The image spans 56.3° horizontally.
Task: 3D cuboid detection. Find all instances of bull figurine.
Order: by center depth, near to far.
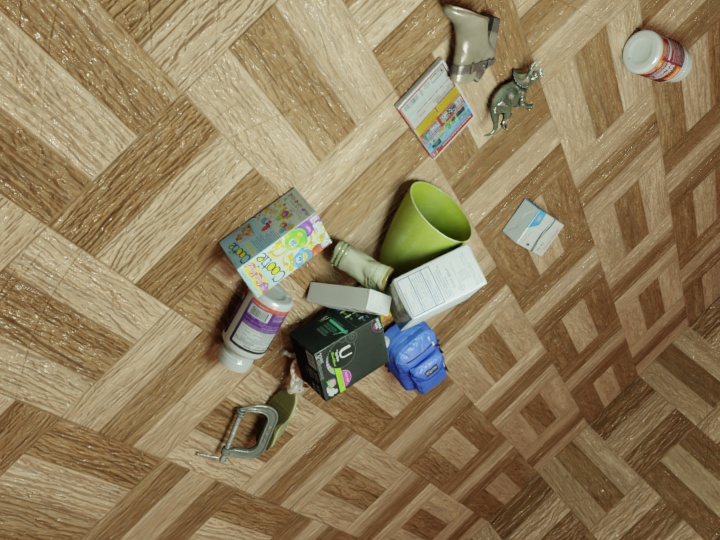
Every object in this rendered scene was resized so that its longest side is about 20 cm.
[{"bbox_3d":[-0.132,0.223,1.724,0.200,0.065,0.122,-44,134,-7],"label":"bull figurine"}]

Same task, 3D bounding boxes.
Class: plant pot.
[{"bbox_3d":[0.136,-0.076,1.627,0.185,0.189,0.200,6,138,-42],"label":"plant pot"}]

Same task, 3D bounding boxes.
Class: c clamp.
[{"bbox_3d":[-0.309,0.425,1.747,0.169,0.027,0.202,22,107,-25],"label":"c clamp"}]

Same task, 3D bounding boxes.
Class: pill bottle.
[{"bbox_3d":[-0.243,0.127,1.517,0.110,0.112,0.202,15,114,-45],"label":"pill bottle"},{"bbox_3d":[0.792,-0.562,1.784,0.197,0.110,0.111,0,124,-39],"label":"pill bottle"}]

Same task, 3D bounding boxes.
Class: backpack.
[{"bbox_3d":[0.158,0.231,1.896,0.162,0.167,0.202,-38,136,-15],"label":"backpack"}]

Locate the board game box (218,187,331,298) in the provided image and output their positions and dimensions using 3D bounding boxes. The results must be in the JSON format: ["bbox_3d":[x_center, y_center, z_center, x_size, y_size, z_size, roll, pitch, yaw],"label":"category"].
[{"bbox_3d":[-0.178,-0.059,1.419,0.199,0.105,0.104,-36,140,-8],"label":"board game box"}]

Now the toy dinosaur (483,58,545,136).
[{"bbox_3d":[0.349,-0.405,1.598,0.199,0.077,0.103,-39,128,2],"label":"toy dinosaur"}]

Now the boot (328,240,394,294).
[{"bbox_3d":[0.000,0.000,1.604,0.073,0.153,0.200,-59,175,-13],"label":"boot"}]

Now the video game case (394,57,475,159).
[{"bbox_3d":[0.172,-0.360,1.517,0.143,0.017,0.200,-46,139,2],"label":"video game case"}]

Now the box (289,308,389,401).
[{"bbox_3d":[-0.049,0.188,1.641,0.198,0.124,0.151,-28,125,-25],"label":"box"}]

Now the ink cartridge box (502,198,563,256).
[{"bbox_3d":[0.515,-0.118,1.965,0.198,0.068,0.117,18,112,-47],"label":"ink cartridge box"}]

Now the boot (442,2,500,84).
[{"bbox_3d":[0.222,-0.472,1.421,0.197,0.070,0.148,-3,124,-41],"label":"boot"}]

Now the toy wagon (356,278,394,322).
[{"bbox_3d":[0.020,0.081,1.750,0.198,0.040,0.157,6,119,-43],"label":"toy wagon"}]

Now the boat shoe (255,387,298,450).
[{"bbox_3d":[-0.216,0.391,1.803,0.063,0.073,0.203,-22,141,-62],"label":"boat shoe"}]

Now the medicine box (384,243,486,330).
[{"bbox_3d":[0.169,0.044,1.570,0.197,0.104,0.182,-24,170,-10],"label":"medicine box"}]

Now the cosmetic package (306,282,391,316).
[{"bbox_3d":[-0.029,0.067,1.578,0.082,0.198,0.052,23,77,-45],"label":"cosmetic package"}]

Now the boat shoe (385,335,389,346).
[{"bbox_3d":[-0.006,0.236,1.848,0.066,0.074,0.200,37,107,-16],"label":"boat shoe"}]
